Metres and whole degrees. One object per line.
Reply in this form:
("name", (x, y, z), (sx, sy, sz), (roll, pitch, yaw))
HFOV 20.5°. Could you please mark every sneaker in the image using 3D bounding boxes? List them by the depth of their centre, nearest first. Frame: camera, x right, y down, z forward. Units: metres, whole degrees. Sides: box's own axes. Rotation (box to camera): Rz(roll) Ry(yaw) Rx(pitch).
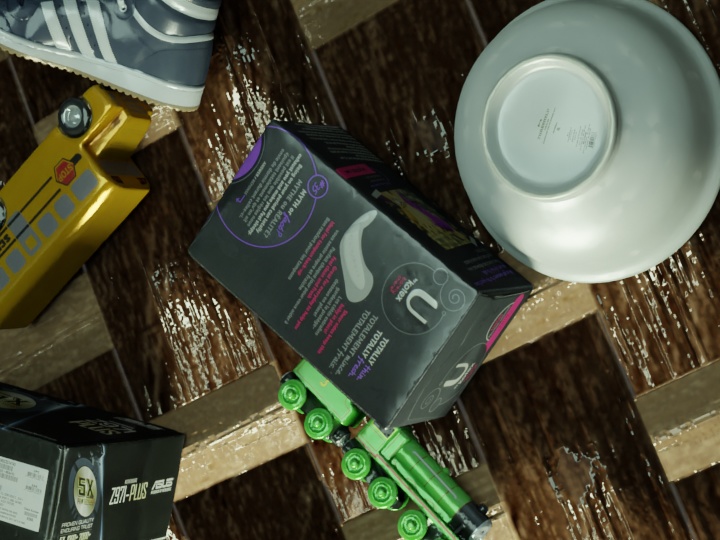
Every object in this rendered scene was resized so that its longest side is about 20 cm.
("sneaker", (-0.199, -0.203, 1.481), (0.198, 0.070, 0.109), (20, 111, -2))

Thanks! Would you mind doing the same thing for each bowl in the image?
("bowl", (0.140, -0.093, 1.336), (0.199, 0.090, 0.203), (0, 89, 27))

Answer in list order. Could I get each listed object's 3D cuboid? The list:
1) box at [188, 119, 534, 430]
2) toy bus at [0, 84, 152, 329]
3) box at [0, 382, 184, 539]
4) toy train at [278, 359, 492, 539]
("box", (0.000, 0.000, 1.393), (0.200, 0.106, 0.123), (41, 108, 20))
("toy bus", (-0.232, -0.050, 1.531), (0.200, 0.065, 0.078), (-46, 71, 18))
("box", (-0.261, 0.145, 1.488), (0.198, 0.163, 0.087), (12, 94, 27))
("toy train", (0.019, 0.134, 1.421), (0.056, 0.042, 0.200), (-47, 70, 7))
